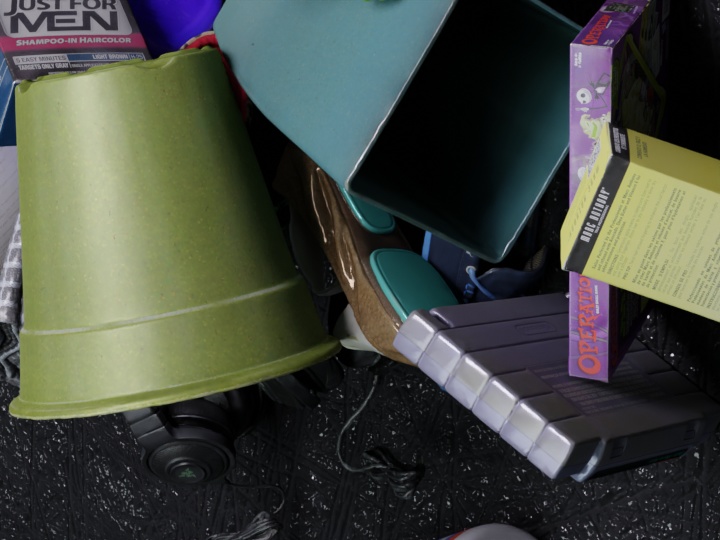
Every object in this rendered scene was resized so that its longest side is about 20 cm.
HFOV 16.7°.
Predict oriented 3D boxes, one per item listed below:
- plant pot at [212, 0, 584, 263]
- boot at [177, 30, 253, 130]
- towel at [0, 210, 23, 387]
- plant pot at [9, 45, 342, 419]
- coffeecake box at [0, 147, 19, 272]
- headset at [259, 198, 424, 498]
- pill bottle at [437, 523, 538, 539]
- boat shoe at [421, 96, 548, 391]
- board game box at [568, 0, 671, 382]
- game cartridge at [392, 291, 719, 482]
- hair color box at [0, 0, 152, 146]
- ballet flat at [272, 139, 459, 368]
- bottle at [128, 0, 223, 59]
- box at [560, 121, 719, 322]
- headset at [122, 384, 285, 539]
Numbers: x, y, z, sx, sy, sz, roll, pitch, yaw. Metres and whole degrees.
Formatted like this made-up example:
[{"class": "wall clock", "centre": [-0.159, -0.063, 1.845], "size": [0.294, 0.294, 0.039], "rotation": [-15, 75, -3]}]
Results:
[{"class": "plant pot", "centre": [0.014, -0.126, 1.418], "size": [0.200, 0.141, 0.142], "rotation": [37, 99, 43]}, {"class": "boot", "centre": [-0.112, -0.042, 1.572], "size": [0.073, 0.201, 0.151], "rotation": [14, 153, 0]}, {"class": "towel", "centre": [-0.201, -0.015, 1.634], "size": [0.085, 0.166, 0.200], "rotation": [13, 163, -2]}, {"class": "plant pot", "centre": [-0.125, -0.028, 1.430], "size": [0.199, 0.200, 0.191], "rotation": [-3, 100, 46]}, {"class": "coffeecake box", "centre": [-0.290, -0.084, 1.717], "size": [0.073, 0.154, 0.200], "rotation": [29, 155, 31]}, {"class": "headset", "centre": [-0.012, 0.049, 1.570], "size": [0.094, 0.123, 0.201], "rotation": [35, 147, 61]}, {"class": "pill bottle", "centre": [0.041, 0.243, 1.640], "size": [0.200, 0.112, 0.113], "rotation": [-26, 92, 50]}, {"class": "boat shoe", "centre": [0.078, -0.005, 1.493], "size": [0.068, 0.084, 0.201], "rotation": [19, 126, 34]}, {"class": "board game box", "centre": [0.145, -0.053, 1.367], "size": [0.032, 0.120, 0.201], "rotation": [7, 117, 16]}, {"class": "game cartridge", "centre": [0.118, 0.065, 1.401], "size": [0.130, 0.200, 0.038], "rotation": [44, 114, 23]}, {"class": "hair color box", "centre": [-0.208, -0.172, 1.554], "size": [0.201, 0.100, 0.061], "rotation": [64, 145, 34]}, {"class": "ballet flat", "centre": [0.000, 0.000, 1.476], "size": [0.072, 0.068, 0.200], "rotation": [-48, 60, 30]}, {"class": "bottle", "centre": [-0.158, -0.132, 1.662], "size": [0.065, 0.084, 0.200], "rotation": [41, 146, -1]}, {"class": "box", "centre": [0.210, -0.009, 1.290], "size": [0.199, 0.050, 0.076], "rotation": [18, 117, -4]}, {"class": "headset", "centre": [-0.121, 0.112, 1.726], "size": [0.094, 0.124, 0.200], "rotation": [-24, 109, 28]}]
